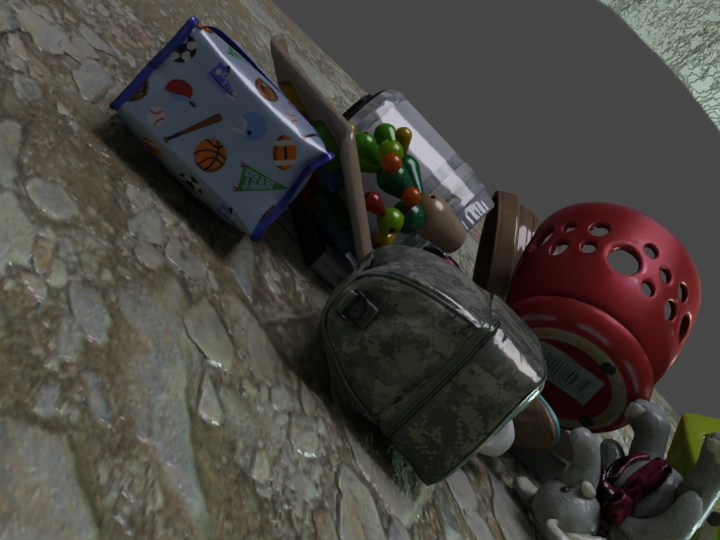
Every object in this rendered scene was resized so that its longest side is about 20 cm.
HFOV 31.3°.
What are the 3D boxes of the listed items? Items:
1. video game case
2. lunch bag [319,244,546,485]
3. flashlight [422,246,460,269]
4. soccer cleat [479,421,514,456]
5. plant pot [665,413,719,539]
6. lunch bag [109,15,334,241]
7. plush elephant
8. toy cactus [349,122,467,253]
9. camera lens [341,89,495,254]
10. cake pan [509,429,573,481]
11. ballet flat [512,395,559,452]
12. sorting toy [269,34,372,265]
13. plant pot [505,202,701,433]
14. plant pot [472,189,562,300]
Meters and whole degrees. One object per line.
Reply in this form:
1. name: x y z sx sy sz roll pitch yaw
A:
1. video game case: 0.000 0.000 1.372 0.181 0.025 0.200 42 12 -23
2. lunch bag: 0.050 0.060 1.051 0.168 0.139 0.200 47 10 0
3. flashlight: 0.090 0.033 1.305 0.067 0.069 0.200 4 15 -11
4. soccer cleat: 0.067 0.098 1.206 0.200 0.069 0.078 48 -10 20
5. plant pot: 0.397 0.284 1.301 0.198 0.201 0.181 14 15 10
6. lunch bag: -0.119 -0.123 1.129 0.170 0.124 0.200 45 -3 -7
7. plush elephant: 0.227 0.210 1.198 0.154 0.202 0.165 16 9 -23
8. toy cactus: 0.041 -0.074 1.334 0.165 0.102 0.200 43 13 -24
9. camera lens: 0.042 -0.101 1.532 0.200 0.160 0.160 47 11 2
10. cake pan: 0.175 0.160 1.438 0.200 0.037 0.200 45 11 -11
11. ballet flat: 0.122 0.125 1.287 0.072 0.068 0.200 -5 28 -22
12. sorting toy: -0.043 -0.107 1.261 0.186 0.036 0.201 81 -16 -44
13. plant pot: 0.241 0.059 1.366 0.200 0.200 0.183 45 50 -10
14. plant pot: 0.190 0.010 1.562 0.092 0.203 0.201 11 14 -1
